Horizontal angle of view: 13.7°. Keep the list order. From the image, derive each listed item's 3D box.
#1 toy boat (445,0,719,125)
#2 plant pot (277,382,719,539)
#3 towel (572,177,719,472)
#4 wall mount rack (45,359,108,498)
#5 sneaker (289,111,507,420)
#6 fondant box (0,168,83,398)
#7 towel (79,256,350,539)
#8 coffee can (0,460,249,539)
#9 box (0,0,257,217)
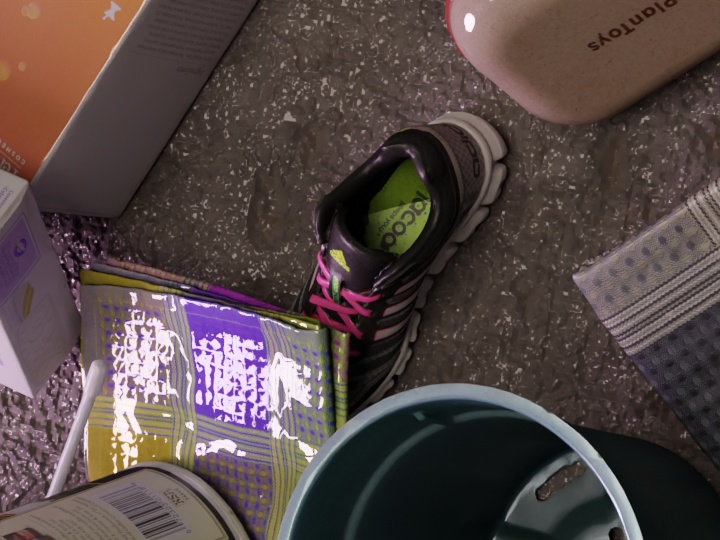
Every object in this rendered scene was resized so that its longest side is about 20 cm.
[{"bbox_3d":[0.137,-0.177,1.547,0.200,0.130,0.131,-31,45,24],"label":"toy boat"},{"bbox_3d":[0.089,0.157,1.500,0.200,0.196,0.201,-1,87,27],"label":"plant pot"},{"bbox_3d":[0.235,0.022,1.475,0.200,0.035,0.193,-33,103,27],"label":"towel"},{"bbox_3d":[-0.227,0.119,1.662,0.174,0.200,0.075,-27,81,34],"label":"wall mount rack"},{"bbox_3d":[0.000,0.000,1.615,0.074,0.087,0.200,39,106,24],"label":"sneaker"},{"bbox_3d":[-0.264,-0.022,1.694,0.200,0.144,0.058,22,61,23],"label":"fondant box"},{"bbox_3d":[-0.085,0.079,1.657,0.200,0.023,0.144,15,109,41],"label":"towel"},{"bbox_3d":[-0.169,0.198,1.613,0.146,0.200,0.147,15,112,41],"label":"coffee can"},{"bbox_3d":[-0.164,-0.154,1.699,0.152,0.106,0.200,40,106,23],"label":"box"}]
